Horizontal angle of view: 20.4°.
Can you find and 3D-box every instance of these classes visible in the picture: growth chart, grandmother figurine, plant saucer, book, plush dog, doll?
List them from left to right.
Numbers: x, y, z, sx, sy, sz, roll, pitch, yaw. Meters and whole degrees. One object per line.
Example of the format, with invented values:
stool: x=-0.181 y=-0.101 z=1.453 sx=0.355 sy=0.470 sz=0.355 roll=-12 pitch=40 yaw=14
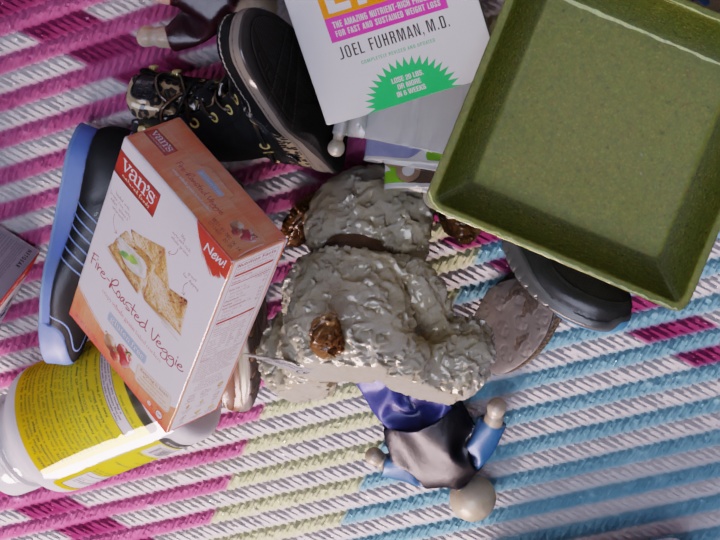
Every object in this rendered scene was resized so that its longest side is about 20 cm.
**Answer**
grandmother figurine: x=-0.132 y=-0.218 z=1.502 sx=0.199 sy=0.061 sz=0.122 roll=28 pitch=115 yaw=0
plush dog: x=0.000 y=0.000 z=1.531 sx=0.198 sy=0.173 sz=0.161 roll=-2 pitch=157 yaw=22
book: x=0.008 y=-0.212 z=1.400 sx=0.133 sy=0.048 sz=0.201 roll=-17 pitch=120 yaw=6
doll: x=0.059 y=0.124 z=1.642 sx=0.136 sy=0.049 sz=0.201 roll=-19 pitch=111 yaw=24
growth chart: x=0.069 y=-0.113 z=1.468 sx=0.199 sy=0.018 sz=0.146 roll=18 pitch=90 yaw=19
plant saucer: x=0.171 y=-0.102 z=1.402 sx=0.199 sy=0.048 sz=0.201 roll=22 pitch=95 yaw=-1

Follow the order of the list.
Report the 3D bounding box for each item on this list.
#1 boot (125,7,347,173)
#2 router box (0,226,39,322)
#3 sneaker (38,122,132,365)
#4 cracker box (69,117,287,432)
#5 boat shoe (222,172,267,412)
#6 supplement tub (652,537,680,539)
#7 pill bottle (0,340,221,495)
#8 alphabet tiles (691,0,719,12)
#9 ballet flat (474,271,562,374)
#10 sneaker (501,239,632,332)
boot: x=-0.105 y=-0.130 z=1.494 sx=0.149 sy=0.074 sz=0.200 roll=2 pitch=162 yaw=22
router box: x=-0.353 y=0.080 z=1.642 sx=0.049 sy=0.200 sz=0.180 roll=32 pitch=122 yaw=-4
sneaker: x=-0.207 y=-0.015 z=1.607 sx=0.077 sy=0.070 sz=0.202 roll=12 pitch=103 yaw=5
cracker box: x=-0.140 y=0.006 z=1.495 sx=0.134 sy=0.057 sz=0.201 roll=47 pitch=137 yaw=23
boat shoe: x=-0.120 y=0.018 z=1.620 sx=0.071 sy=0.076 sz=0.202 roll=-4 pitch=107 yaw=11
supplement tub: x=0.182 y=0.299 z=1.655 sx=0.198 sy=0.132 sz=0.133 roll=-12 pitch=114 yaw=22
pill bottle: x=-0.224 y=0.118 z=1.678 sx=0.199 sy=0.113 sz=0.113 roll=-22 pitch=110 yaw=24
alphabet tiles: x=0.245 y=-0.188 z=1.448 sx=0.165 sy=0.006 sz=0.201 roll=-5 pitch=116 yaw=18
ballet flat: x=0.149 y=0.003 z=1.556 sx=0.067 sy=0.046 sz=0.201 roll=45 pitch=127 yaw=23
sneaker: x=0.141 y=-0.045 z=1.471 sx=0.082 sy=0.073 sz=0.201 roll=-48 pitch=68 yaw=35
